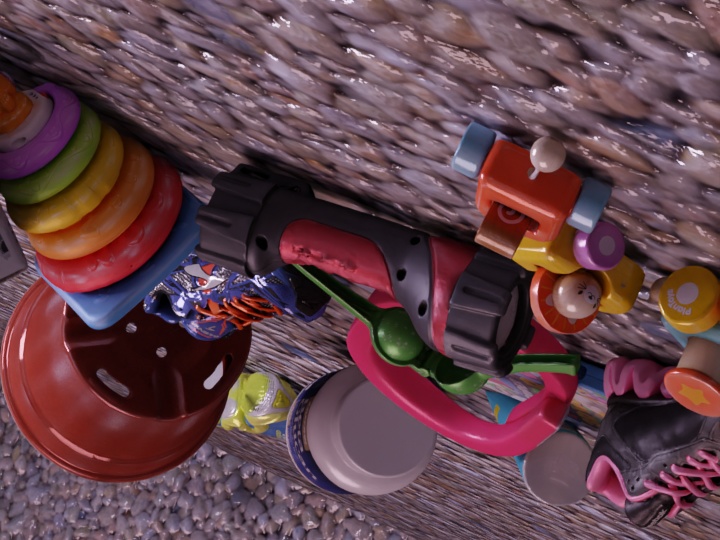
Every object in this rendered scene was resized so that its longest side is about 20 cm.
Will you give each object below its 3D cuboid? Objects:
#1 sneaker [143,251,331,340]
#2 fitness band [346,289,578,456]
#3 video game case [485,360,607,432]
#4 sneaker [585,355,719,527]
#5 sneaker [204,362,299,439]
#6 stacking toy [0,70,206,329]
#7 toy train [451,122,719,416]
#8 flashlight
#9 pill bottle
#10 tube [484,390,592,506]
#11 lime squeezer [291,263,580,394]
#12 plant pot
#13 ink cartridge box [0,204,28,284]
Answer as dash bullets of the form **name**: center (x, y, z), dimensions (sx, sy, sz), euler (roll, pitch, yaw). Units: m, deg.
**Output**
- **sneaker**: center (-0.089, 0.017, 1.317), dimensions (0.075, 0.079, 0.200), euler (32, 168, -31)
- **fitness band**: center (0.063, 0.059, 1.183), dimensions (0.143, 0.037, 0.200), euler (35, 159, -1)
- **video game case**: center (0.124, 0.074, 1.237), dimensions (0.199, 0.018, 0.143), euler (22, 169, 26)
- **sneaker**: center (0.185, 0.102, 1.019), dimensions (0.079, 0.096, 0.200), euler (31, 167, -15)
- **sneaker**: center (-0.113, 0.158, 2.061), dimensions (0.105, 0.076, 0.200), euler (31, 168, -27)
- **stacking toy**: center (-0.193, -0.071, 1.136), dimensions (0.116, 0.110, 0.200), euler (37, 169, 50)
- **toy train**: center (0.122, 0.009, 0.830), dimensions (0.199, 0.056, 0.150), euler (27, 170, 1)
- **flashlight**: center (0.000, 0.000, 1.030), dimensions (0.199, 0.068, 0.068), euler (17, -160, 24)
- **pill bottle**: center (0.003, 0.135, 1.571), dimensions (0.111, 0.111, 0.200), euler (28, 169, -6)
- **tube**: center (0.132, 0.120, 1.328), dimensions (0.077, 0.051, 0.200), euler (32, -174, -4)
- **lime squeezer**: center (0.036, 0.039, 1.077), dimensions (0.199, 0.038, 0.071), euler (23, 166, 22)
- **plant pot**: center (-0.179, 0.061, 1.488), dimensions (0.200, 0.201, 0.195), euler (28, 161, -10)
- **ink cartridge box**: center (-0.270, -0.093, 1.129), dimensions (0.201, 0.040, 0.200), euler (65, 170, -14)
